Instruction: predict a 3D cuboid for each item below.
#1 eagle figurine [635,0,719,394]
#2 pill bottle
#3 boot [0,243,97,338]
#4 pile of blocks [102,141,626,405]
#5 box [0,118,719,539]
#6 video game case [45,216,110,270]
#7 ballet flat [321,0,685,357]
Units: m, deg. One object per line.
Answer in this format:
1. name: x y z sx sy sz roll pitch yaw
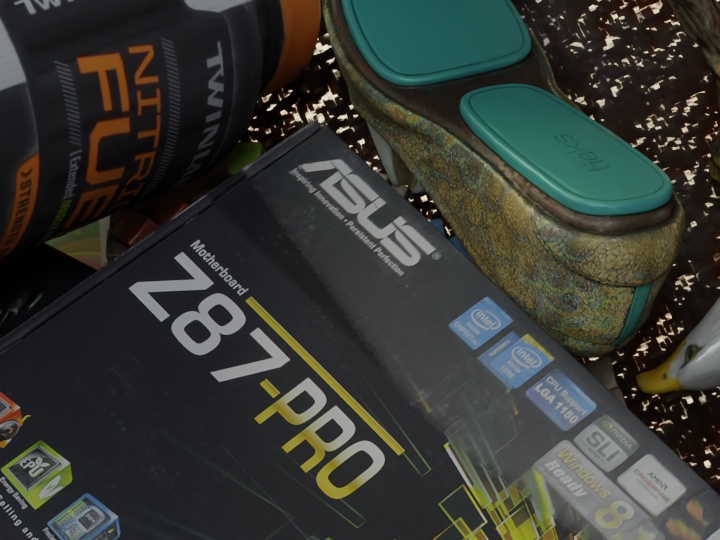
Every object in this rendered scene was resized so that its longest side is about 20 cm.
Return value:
1. eagle figurine: 0.155 0.014 0.721 0.151 0.151 0.201 -52 46 31
2. pill bottle: -0.103 -0.064 0.738 0.106 0.107 0.199 45 45 20
3. boot: -0.156 0.065 0.785 0.168 0.076 0.201 35 96 18
4. pile of blocks: 0.000 0.000 0.780 0.199 0.062 0.082 20 76 18
5. box: -0.009 0.071 0.674 0.161 0.049 0.200 -35 62 -21
6. video game case: -0.159 -0.064 0.873 0.142 0.018 0.201 -9 71 10
7. ballet flat: 0.037 -0.040 0.761 0.071 0.071 0.200 -37 42 -1
